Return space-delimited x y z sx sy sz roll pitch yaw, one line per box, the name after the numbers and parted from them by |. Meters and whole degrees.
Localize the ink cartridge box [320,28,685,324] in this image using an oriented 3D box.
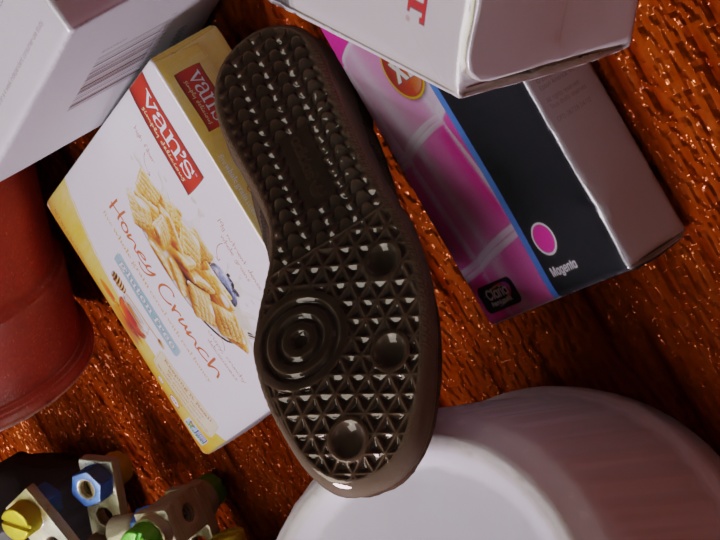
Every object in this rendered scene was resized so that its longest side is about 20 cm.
0.032 -0.082 0.852 0.201 0.037 0.095 62 149 -1 | ink cartridge box

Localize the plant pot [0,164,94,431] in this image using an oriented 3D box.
-0.236 -0.042 1.139 0.200 0.200 0.196 24 127 44 | plant pot

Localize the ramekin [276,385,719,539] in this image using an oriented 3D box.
0.048 0.140 0.870 0.201 0.094 0.204 -6 81 39 | ramekin

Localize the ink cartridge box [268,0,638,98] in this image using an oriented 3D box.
0.001 -0.161 0.746 0.200 0.083 0.148 31 124 37 | ink cartridge box

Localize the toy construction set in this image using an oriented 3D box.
-0.087 0.184 1.203 0.130 0.092 0.201 -11 117 32 | toy construction set

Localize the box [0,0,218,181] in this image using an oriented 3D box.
-0.153 -0.164 0.974 0.200 0.106 0.152 55 150 6 | box

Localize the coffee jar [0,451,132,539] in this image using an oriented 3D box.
-0.147 0.195 1.306 0.104 0.085 0.201 4 121 58 | coffee jar

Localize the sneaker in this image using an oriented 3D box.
0.000 0.000 0.885 0.076 0.070 0.201 44 -152 -53 | sneaker

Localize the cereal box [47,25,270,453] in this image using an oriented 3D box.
-0.066 -0.006 1.037 0.144 0.039 0.200 57 156 4 | cereal box
